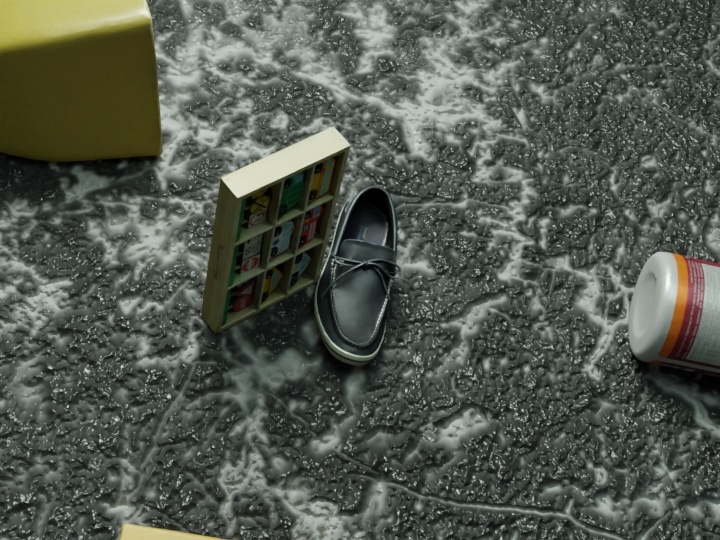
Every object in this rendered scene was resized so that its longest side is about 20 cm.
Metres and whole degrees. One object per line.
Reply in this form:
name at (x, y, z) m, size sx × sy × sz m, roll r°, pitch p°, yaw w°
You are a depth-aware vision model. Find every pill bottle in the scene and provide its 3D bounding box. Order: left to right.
pill bottle at (0.374, 0.054, 1.340) m, size 0.197 × 0.110 × 0.111 m, roll 12°, pitch 51°, yaw -5°

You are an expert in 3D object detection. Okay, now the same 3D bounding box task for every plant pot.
plant pot at (-0.316, -0.227, 1.341) m, size 0.197 × 0.197 × 0.196 m, roll -13°, pitch 57°, yaw -14°

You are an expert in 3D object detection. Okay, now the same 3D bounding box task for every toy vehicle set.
toy vehicle set at (-0.080, -0.033, 1.238) m, size 0.123 × 0.201 × 0.027 m, roll -28°, pitch 63°, yaw -29°

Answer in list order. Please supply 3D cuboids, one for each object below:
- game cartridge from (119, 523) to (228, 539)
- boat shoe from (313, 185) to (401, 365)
game cartridge at (-0.110, 0.303, 1.089) m, size 0.197 × 0.033 × 0.178 m, roll 12°, pitch 52°, yaw -8°
boat shoe at (0.000, 0.000, 1.319) m, size 0.074 × 0.062 × 0.202 m, roll 16°, pitch 52°, yaw -10°
